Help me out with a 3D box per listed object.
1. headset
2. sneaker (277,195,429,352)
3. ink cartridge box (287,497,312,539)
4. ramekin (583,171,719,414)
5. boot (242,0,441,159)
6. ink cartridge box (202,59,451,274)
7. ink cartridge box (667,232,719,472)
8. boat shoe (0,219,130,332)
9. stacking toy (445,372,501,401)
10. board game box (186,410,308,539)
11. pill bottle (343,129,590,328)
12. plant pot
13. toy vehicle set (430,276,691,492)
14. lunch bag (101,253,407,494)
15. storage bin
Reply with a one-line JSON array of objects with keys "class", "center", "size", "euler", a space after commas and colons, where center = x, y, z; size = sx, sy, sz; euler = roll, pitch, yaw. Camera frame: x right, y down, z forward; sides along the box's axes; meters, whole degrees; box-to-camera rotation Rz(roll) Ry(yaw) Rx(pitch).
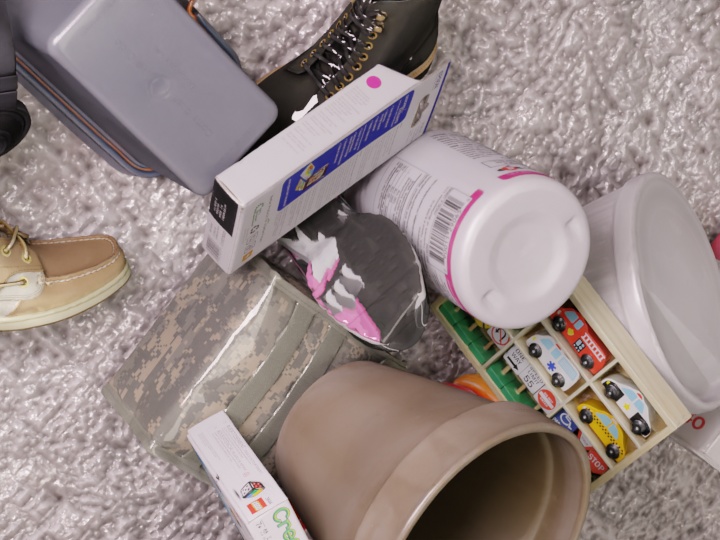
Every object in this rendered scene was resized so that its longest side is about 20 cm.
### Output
[{"class": "headset", "center": [-0.276, -0.105, 1.056], "size": [0.094, 0.123, 0.201], "euler": [-15, 126, -37]}, {"class": "sneaker", "center": [0.000, 0.000, 1.209], "size": [0.080, 0.200, 0.086], "euler": [-36, 132, 0]}, {"class": "ink cartridge box", "center": [-0.052, 0.236, 1.302], "size": [0.200, 0.045, 0.176], "euler": [-45, 161, -7]}, {"class": "ramekin", "center": [0.227, 0.027, 1.353], "size": [0.202, 0.094, 0.203], "euler": [35, 47, -47]}, {"class": "boot", "center": [-0.021, -0.152, 1.166], "size": [0.200, 0.138, 0.077], "euler": [-41, 80, -20]}, {"class": "ink cartridge box", "center": [-0.024, -0.082, 1.149], "size": [0.200, 0.037, 0.095], "euler": [-35, 163, -26]}, {"class": "ink cartridge box", "center": [0.334, 0.071, 1.447], "size": [0.083, 0.146, 0.200], "euler": [38, 89, -35]}, {"class": "boat shoe", "center": [-0.257, 0.002, 1.136], "size": [0.199, 0.074, 0.067], "euler": [-15, 121, -24]}, {"class": "stacking toy", "center": [0.137, 0.118, 1.395], "size": [0.199, 0.110, 0.117], "euler": [-25, 117, -31]}, {"class": "board game box", "center": [-0.053, 0.208, 1.166], "size": [0.035, 0.126, 0.201], "euler": [-30, 124, -10]}, {"class": "pill bottle", "center": [0.072, -0.041, 1.226], "size": [0.113, 0.200, 0.114], "euler": [-10, 113, -25]}, {"class": "plant pot", "center": [0.035, 0.154, 1.163], "size": [0.199, 0.173, 0.201], "euler": [-25, 132, -31]}, {"class": "toy vehicle set", "center": [0.154, 0.070, 1.289], "size": [0.026, 0.200, 0.124], "euler": [-25, 163, -47]}, {"class": "lunch bag", "center": [-0.067, 0.095, 1.254], "size": [0.164, 0.118, 0.200], "euler": [-52, 129, 1]}, {"class": "storage bin", "center": [-0.145, -0.148, 1.106], "size": [0.146, 0.134, 0.200], "euler": [-48, 124, -5]}]
